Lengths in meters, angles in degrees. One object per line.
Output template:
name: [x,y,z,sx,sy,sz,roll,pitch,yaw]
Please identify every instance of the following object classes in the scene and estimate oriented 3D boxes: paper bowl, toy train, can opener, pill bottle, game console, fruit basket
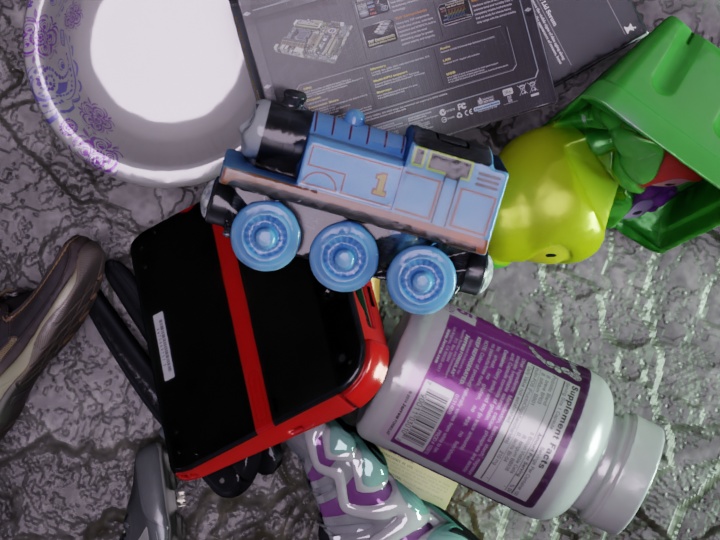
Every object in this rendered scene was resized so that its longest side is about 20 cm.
paper bowl: [-0.136,-0.161,1.429,0.199,0.104,0.203,0,94,0]
toy train: [-0.002,-0.046,1.308,0.198,0.087,0.115,16,100,-4]
can opener: [-0.139,0.081,1.467,0.063,0.079,0.200,-43,84,5]
pill bottle: [0.106,0.105,1.397,0.199,0.112,0.113,26,93,-3]
game console: [-0.073,0.028,1.400,0.176,0.031,0.201,-27,58,22]
fruit basket: [0.169,-0.060,1.390,0.155,0.216,0.216,35,93,-3]

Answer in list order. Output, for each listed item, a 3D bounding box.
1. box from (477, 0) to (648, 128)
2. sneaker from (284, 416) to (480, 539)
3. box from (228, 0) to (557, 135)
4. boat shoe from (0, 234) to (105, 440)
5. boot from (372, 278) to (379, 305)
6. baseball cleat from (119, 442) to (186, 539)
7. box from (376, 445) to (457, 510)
box: [0.097,-0.223,1.441,0.140,0.079,0.201,-28,94,5]
sneaker: [-0.019,0.194,1.418,0.200,0.078,0.140,42,92,-1]
box: [0.019,-0.163,1.366,0.198,0.048,0.160,-18,98,-7]
boat shoe: [-0.260,0.051,1.447,0.073,0.074,0.201,37,103,4]
boot: [-0.001,0.000,1.456,0.200,0.071,0.145,-18,88,12]
baseball cleat: [-0.175,0.229,1.473,0.105,0.070,0.202,-4,93,-1]
box: [0.030,0.159,1.480,0.075,0.050,0.201,25,93,-3]
